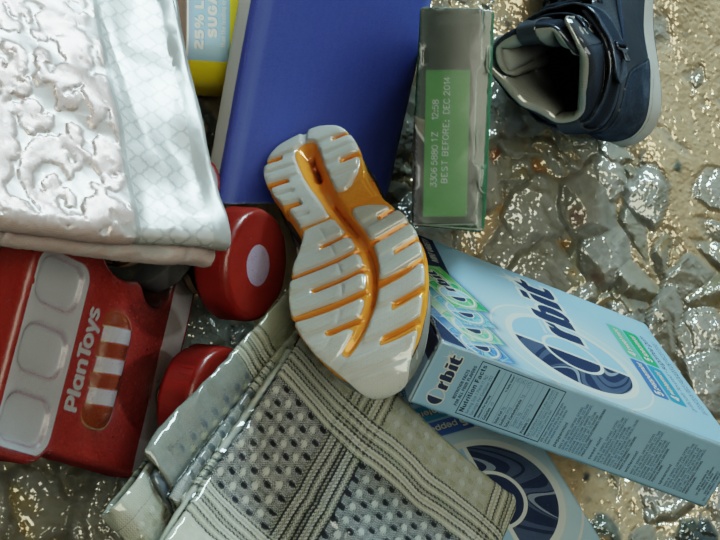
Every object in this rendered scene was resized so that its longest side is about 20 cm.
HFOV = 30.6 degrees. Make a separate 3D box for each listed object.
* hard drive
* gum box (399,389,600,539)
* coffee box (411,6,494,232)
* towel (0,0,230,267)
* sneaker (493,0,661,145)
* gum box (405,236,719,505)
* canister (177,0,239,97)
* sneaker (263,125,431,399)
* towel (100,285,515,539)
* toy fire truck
[{"bbox_3d":[-0.019,-0.139,0.811,0.131,0.025,0.201,-3,115,-38],"label":"hard drive"},{"bbox_3d":[0.047,0.160,0.795,0.169,0.045,0.200,-13,51,-22],"label":"gum box"},{"bbox_3d":[0.055,-0.085,0.801,0.044,0.200,0.124,3,94,4],"label":"coffee box"},{"bbox_3d":[-0.162,-0.101,0.666,0.190,0.032,0.201,8,58,-41],"label":"towel"},{"bbox_3d":[0.142,-0.188,0.892,0.146,0.077,0.203,-4,82,-52],"label":"sneaker"},{"bbox_3d":[0.112,0.055,0.821,0.199,0.170,0.045,21,109,-17],"label":"gum box"},{"bbox_3d":[-0.161,-0.181,0.804,0.199,0.086,0.149,0,85,-22],"label":"canister"},{"bbox_3d":[0.000,0.000,0.746,0.078,0.200,0.077,-20,133,4],"label":"sneaker"},{"bbox_3d":[-0.015,0.127,0.706,0.200,0.035,0.193,43,48,-7],"label":"towel"},{"bbox_3d":[-0.136,0.015,0.726,0.168,0.112,0.201,34,66,-59],"label":"toy fire truck"}]
